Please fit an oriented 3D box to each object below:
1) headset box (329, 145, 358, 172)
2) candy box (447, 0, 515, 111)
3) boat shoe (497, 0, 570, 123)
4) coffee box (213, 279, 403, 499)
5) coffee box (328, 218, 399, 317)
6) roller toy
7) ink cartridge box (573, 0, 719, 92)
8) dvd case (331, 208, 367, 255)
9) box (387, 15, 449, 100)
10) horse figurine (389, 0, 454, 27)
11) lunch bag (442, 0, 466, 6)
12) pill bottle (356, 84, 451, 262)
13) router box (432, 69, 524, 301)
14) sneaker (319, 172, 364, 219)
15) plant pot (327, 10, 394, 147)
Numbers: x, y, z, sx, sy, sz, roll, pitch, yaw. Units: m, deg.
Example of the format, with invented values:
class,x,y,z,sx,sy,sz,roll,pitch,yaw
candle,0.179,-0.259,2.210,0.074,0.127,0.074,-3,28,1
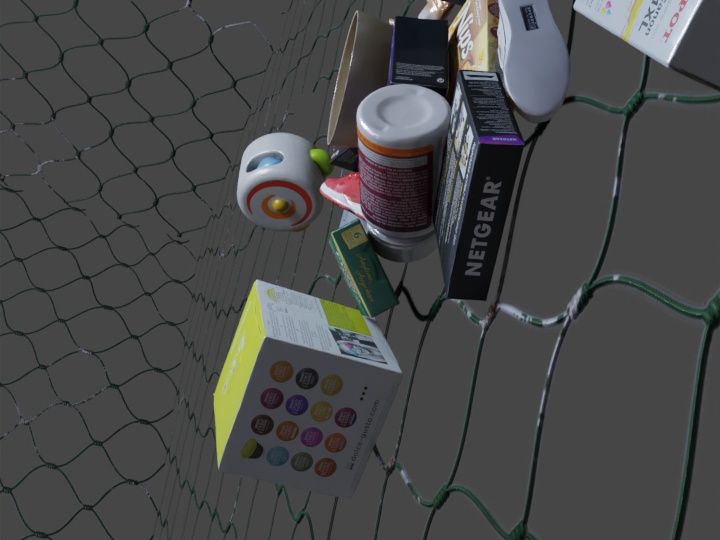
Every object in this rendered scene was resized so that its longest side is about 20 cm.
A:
class,x,y,z,sx,sy,sz,roll,pitch,yaw
headset box,0.020,-0.282,1.540,0.149,0.076,0.203,164,119,-71
candy box,0.152,-0.259,1.114,0.116,0.055,0.202,127,154,-53
boat shoe,0.183,-0.236,0.980,0.066,0.071,0.202,74,-173,-61
coffee box,-0.083,0.160,1.240,0.200,0.195,0.202,-116,46,-67
coffee box,0.000,0.000,1.205,0.200,0.044,0.124,169,76,-86
roller toy,-0.164,-0.176,1.861,0.201,0.180,0.141,124,155,-45
ink cartridge box,0.260,-0.234,0.683,0.201,0.082,0.147,-105,36,-62
dvd case,0.000,-0.094,1.529,0.200,0.017,0.145,-175,100,-74
box,0.070,-0.211,1.193,0.201,0.078,0.142,95,-177,-49
horse figurine,0.098,-0.395,1.411,0.201,0.050,0.133,-60,40,17
lunch bag,0.099,-0.444,1.206,0.132,0.198,0.137,-106,36,-84
pill bottle,0.054,-0.114,1.102,0.115,0.112,0.202,-90,-1,-45
router box,0.122,-0.091,0.970,0.150,0.050,0.202,-94,8,-50
sneaker,0.019,-0.138,1.402,0.199,0.078,0.117,32,95,49
plant pot,0.035,-0.277,1.359,0.200,0.133,0.203,-169,90,-82
